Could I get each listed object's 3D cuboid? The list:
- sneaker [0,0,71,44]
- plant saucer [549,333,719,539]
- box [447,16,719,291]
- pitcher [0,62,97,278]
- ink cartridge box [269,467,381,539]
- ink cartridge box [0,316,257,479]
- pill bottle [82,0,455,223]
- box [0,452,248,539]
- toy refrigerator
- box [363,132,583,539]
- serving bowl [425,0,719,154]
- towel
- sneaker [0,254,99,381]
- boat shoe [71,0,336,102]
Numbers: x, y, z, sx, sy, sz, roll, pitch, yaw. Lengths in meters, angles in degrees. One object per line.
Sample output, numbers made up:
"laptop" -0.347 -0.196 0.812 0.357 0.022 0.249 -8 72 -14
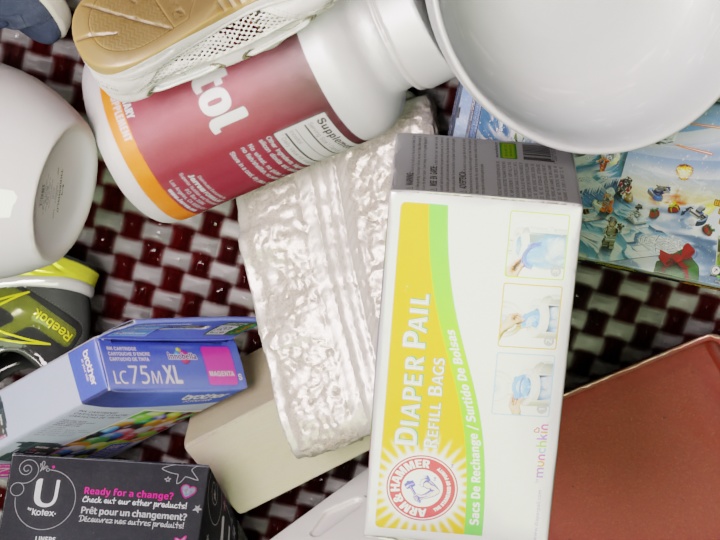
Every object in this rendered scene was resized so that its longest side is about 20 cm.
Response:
"sneaker" -0.249 -0.156 1.279 0.200 0.075 0.085 29 79 -42
"plant saucer" 0.181 0.142 1.488 0.199 0.037 0.200 -24 116 17
"box" 0.150 -0.070 1.320 0.199 0.040 0.137 13 88 -2
"pitcher" -0.257 -0.042 1.298 0.199 0.121 0.172 14 107 17
"ink cartridge box" 0.019 0.245 1.494 0.084 0.146 0.201 20 136 45
"ink cartridge box" -0.158 0.080 1.411 0.200 0.042 0.119 -31 159 36
"pill bottle" -0.048 -0.113 1.308 0.199 0.113 0.113 -23 117 17
"box" -0.143 0.200 1.452 0.132 0.115 0.200 2 157 9
"toy refrigerator" -0.006 0.071 1.438 0.200 0.076 0.070 -29 115 20
"box" 0.060 0.039 1.257 0.101 0.113 0.201 5 109 1
"serving bowl" 0.122 -0.166 1.260 0.199 0.066 0.201 -2 98 -17
"towel" 0.000 0.000 1.359 0.132 0.034 0.201 -14 84 16
"sneaker" -0.260 0.036 1.420 0.199 0.085 0.074 -5 165 8
"boat shoe" -0.056 -0.151 1.221 0.199 0.071 0.069 -25 155 -4
